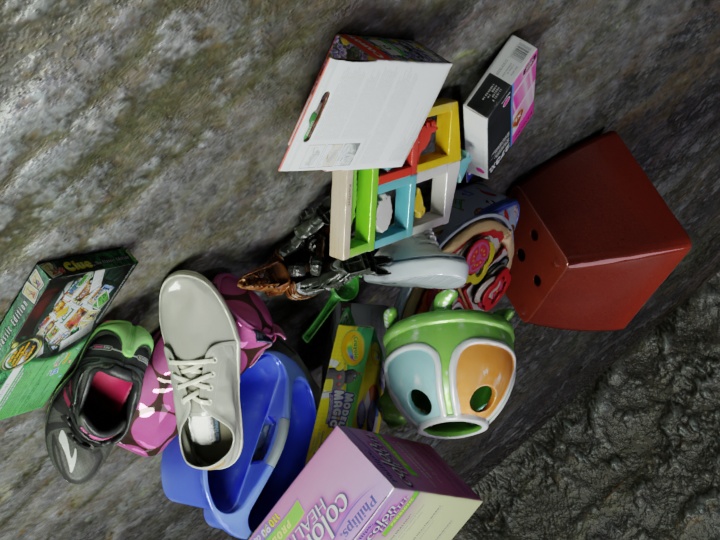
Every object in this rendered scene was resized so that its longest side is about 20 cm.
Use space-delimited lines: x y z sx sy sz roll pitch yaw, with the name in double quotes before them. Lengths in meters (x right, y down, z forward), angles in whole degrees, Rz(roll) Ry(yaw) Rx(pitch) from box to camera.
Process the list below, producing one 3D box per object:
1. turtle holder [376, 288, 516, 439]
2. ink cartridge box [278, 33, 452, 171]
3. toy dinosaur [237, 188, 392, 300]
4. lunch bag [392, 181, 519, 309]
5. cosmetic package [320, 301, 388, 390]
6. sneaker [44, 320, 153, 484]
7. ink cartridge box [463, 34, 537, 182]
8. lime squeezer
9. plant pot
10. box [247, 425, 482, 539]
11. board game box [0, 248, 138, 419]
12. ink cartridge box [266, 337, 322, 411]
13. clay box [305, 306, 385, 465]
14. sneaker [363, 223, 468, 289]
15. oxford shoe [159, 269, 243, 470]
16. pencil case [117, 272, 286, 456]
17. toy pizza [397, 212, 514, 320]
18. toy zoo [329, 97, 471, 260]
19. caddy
"turtle holder" 0.079 0.109 1.508 0.184 0.133 0.141 -11 157 25
"ink cartridge box" -0.007 -0.144 1.211 0.199 0.050 0.109 -9 131 -57
"toy dinosaur" -0.046 -0.005 1.437 0.135 0.102 0.200 -33 -168 39
"lunch bag" 0.109 -0.002 1.690 0.160 0.075 0.201 -27 142 -58
"cosmetic package" -0.009 0.128 1.768 0.073 0.102 0.200 5 153 -6
"sneaker" -0.254 0.135 1.326 0.084 0.076 0.201 -87 -161 -52
"ink cartridge box" 0.147 -0.162 1.499 0.095 0.037 0.200 -55 167 -13
"lime squeezer" 0.000 0.000 1.600 0.200 0.038 0.071 -43 178 -3
"plant pot" 0.277 -0.037 1.860 0.175 0.201 0.200 -13 150 -33
"box" 0.003 0.268 1.472 0.176 0.097 0.200 -53 149 11
"board game box" -0.279 0.061 1.227 0.105 0.023 0.200 -17 150 -55
"ink cartridge box" -0.097 0.203 1.638 0.145 0.201 0.083 -36 -154 -12
"clay box" -0.008 0.152 1.572 0.115 0.047 0.201 71 29 -56
"sneaker" 0.053 -0.020 1.471 0.073 0.071 0.200 8 177 -24
"oxford shoe" -0.151 0.099 1.333 0.075 0.202 0.058 -4 -167 14
"pencil case" -0.172 0.100 1.409 0.200 0.091 0.094 -42 128 17
"toy pizza" 0.115 0.026 1.613 0.200 0.032 0.201 -36 145 -30
"toy zoo" 0.044 -0.096 1.398 0.199 0.020 0.132 -21 122 -46
"caddy" -0.118 0.181 1.476 0.141 0.104 0.201 42 55 -39
